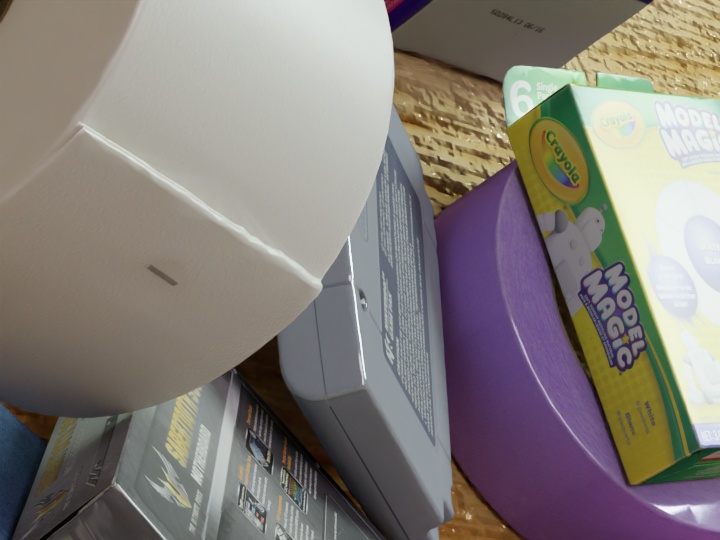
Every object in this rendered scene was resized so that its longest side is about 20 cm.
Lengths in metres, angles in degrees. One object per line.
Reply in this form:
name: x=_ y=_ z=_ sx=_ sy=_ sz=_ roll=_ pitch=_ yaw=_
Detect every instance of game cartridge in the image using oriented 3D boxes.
game cartridge: x=0.000 y=0.000 z=0.897 sx=0.133 sy=0.041 sz=0.200 roll=68 pitch=15 yaw=-46

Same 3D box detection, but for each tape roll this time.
tape roll: x=0.117 y=0.038 z=1.024 sx=0.200 sy=0.066 sz=0.200 roll=25 pitch=49 yaw=-31
tape roll: x=-0.108 y=-0.068 z=0.690 sx=0.139 sy=0.202 sz=0.203 roll=36 pitch=39 yaw=-56

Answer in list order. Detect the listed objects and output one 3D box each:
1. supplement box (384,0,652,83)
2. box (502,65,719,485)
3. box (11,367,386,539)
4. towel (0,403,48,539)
supplement box: x=0.063 y=-0.207 z=1.105 sx=0.101 sy=0.103 sz=0.200 roll=15 pitch=56 yaw=-36
box: x=0.139 y=-0.007 z=0.990 sx=0.117 sy=0.048 sz=0.200 roll=0 pitch=63 yaw=-44
box: x=-0.042 y=0.107 z=0.762 sx=0.158 sy=0.048 sz=0.200 roll=49 pitch=10 yaw=-13
towel: x=-0.138 y=0.089 z=0.684 sx=0.112 sy=0.049 sz=0.200 roll=46 pitch=10 yaw=-22
